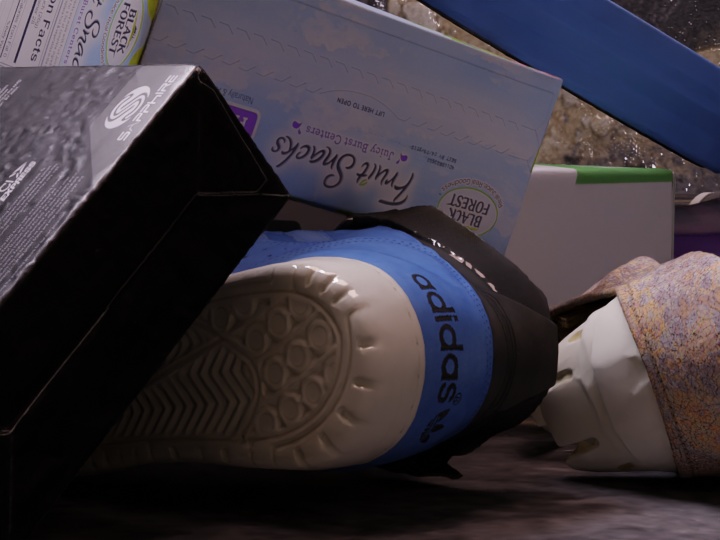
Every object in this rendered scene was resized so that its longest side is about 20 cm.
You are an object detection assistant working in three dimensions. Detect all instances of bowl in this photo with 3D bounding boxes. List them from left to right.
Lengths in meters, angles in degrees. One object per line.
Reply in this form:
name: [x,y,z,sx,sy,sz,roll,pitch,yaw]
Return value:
bowl: [0.079,-0.103,0.987,0.200,0.040,0.201,31,7,-4]

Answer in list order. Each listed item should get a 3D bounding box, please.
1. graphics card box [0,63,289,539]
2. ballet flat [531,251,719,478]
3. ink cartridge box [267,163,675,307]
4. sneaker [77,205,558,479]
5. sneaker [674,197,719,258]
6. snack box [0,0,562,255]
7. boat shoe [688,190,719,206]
graphics card box: [-0.126,0.003,0.622,0.199,0.051,0.126,3,47,46]
ballet flat: [0.084,0.033,0.702,0.067,0.069,0.200,-19,-1,-1]
ink cartridge box: [0.000,0.000,0.902,0.199,0.085,0.146,3,5,37]
sneaker: [-0.035,0.020,0.682,0.199,0.077,0.111,0,0,42]
sneaker: [0.135,0.005,0.974,0.199,0.081,0.088,-3,9,25]
snack box: [-0.064,-0.072,0.760,0.168,0.068,0.199,15,4,-43]
boat shoe: [0.201,-0.005,1.136,0.057,0.067,0.200,-3,-1,24]
